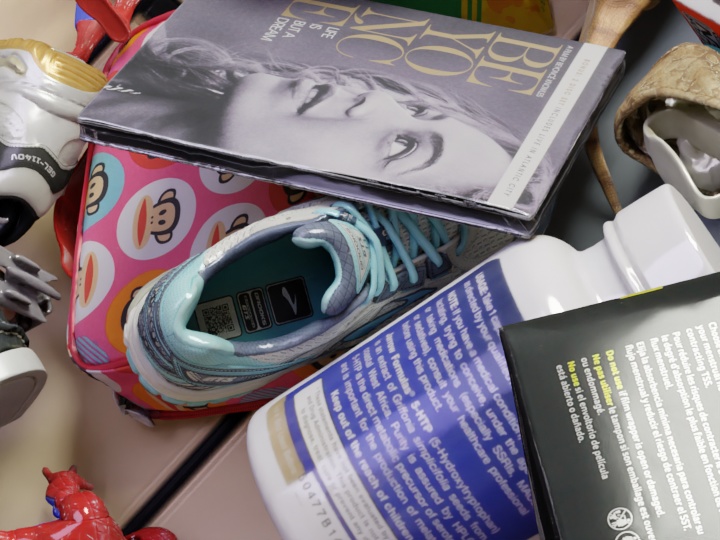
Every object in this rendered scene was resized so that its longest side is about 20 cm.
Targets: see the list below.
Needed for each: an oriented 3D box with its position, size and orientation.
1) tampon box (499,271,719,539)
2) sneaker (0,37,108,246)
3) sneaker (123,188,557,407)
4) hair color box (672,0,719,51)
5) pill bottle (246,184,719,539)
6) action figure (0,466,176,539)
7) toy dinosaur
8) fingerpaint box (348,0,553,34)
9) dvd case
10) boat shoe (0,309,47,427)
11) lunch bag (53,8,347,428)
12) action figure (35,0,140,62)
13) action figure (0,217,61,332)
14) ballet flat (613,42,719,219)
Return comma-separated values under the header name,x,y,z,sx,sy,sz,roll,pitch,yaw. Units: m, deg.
name,x,y,z,sx,sy,sz,roll,pitch,yaw
tampon box,0.164,0.083,0.888,0.198,0.150,0.127,-14,54,0
sneaker,-0.192,-0.053,1.250,0.200,0.075,0.088,-19,52,65
sneaker,0.000,0.000,1.054,0.199,0.086,0.078,-26,86,-13
hair color box,0.234,-0.098,1.050,0.102,0.061,0.200,-51,48,-3
pill bottle,0.065,0.057,1.027,0.199,0.120,0.120,-34,49,12
action figure,-0.183,0.130,1.141,0.099,0.198,0.066,-173,80,-77
toy dinosaur,0.118,-0.131,1.147,0.106,0.060,0.201,24,77,39
fingerpaint box,0.012,-0.218,1.197,0.073,0.167,0.201,-23,51,21
dvd case,0.000,-0.076,1.085,0.199,0.016,0.149,13,35,15
boat shoe,-0.212,0.072,1.188,0.200,0.075,0.061,-42,70,38
lunch bag,-0.068,-0.031,1.192,0.175,0.082,0.201,-11,58,28
action figure,-0.141,-0.184,1.296,0.065,0.099,0.200,-39,18,29
action figure,-0.221,0.011,1.212,0.200,0.130,0.070,-42,20,46
ballet flat,0.176,-0.033,1.040,0.065,0.071,0.200,-33,36,-19
